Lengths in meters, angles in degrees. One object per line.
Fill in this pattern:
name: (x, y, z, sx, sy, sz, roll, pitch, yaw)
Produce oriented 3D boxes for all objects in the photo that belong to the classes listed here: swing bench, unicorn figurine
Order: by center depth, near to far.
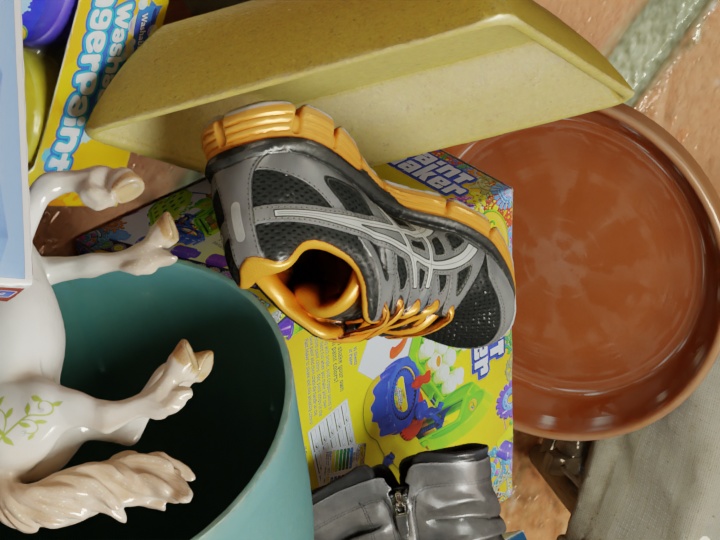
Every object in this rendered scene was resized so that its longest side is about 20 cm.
unicorn figurine: (-0.137, 0.019, 0.913, 0.137, 0.201, 0.074, -22, 137, 9)
swing bench: (0.190, 0.078, 1.309, 0.129, 0.200, 0.200, 14, 108, -3)

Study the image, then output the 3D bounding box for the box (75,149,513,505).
box: (-0.027, 0.055, 1.155, 0.192, 0.122, 0.201, -26, 130, -32)

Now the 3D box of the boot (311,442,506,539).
boot: (-0.009, 0.169, 1.085, 0.199, 0.070, 0.132, -25, 92, 1)

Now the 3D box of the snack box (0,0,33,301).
snack box: (-0.159, -0.091, 0.810, 0.072, 0.024, 0.201, 5, 73, -34)

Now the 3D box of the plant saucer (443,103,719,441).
plant saucer: (0.108, -0.005, 1.211, 0.032, 0.199, 0.201, -40, 143, -59)

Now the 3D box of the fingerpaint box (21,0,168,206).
fingerpaint box: (-0.162, -0.130, 0.940, 0.166, 0.073, 0.201, -1, 114, -45)

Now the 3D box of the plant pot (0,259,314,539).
plant pot: (-0.110, 0.118, 0.977, 0.200, 0.200, 0.161, -38, 137, -23)

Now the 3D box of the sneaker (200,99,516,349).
sneaker: (0.000, 0.000, 0.989, 0.200, 0.078, 0.078, 29, 48, -43)

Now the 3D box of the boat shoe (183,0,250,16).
boat shoe: (-0.033, -0.145, 1.040, 0.201, 0.070, 0.072, 24, 67, -73)

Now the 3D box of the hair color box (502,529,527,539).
hair color box: (0.006, 0.195, 1.220, 0.100, 0.200, 0.061, -23, 93, -34)

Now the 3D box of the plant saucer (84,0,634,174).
plant saucer: (0.003, -0.091, 1.001, 0.200, 0.199, 0.049, 14, 65, -68)
